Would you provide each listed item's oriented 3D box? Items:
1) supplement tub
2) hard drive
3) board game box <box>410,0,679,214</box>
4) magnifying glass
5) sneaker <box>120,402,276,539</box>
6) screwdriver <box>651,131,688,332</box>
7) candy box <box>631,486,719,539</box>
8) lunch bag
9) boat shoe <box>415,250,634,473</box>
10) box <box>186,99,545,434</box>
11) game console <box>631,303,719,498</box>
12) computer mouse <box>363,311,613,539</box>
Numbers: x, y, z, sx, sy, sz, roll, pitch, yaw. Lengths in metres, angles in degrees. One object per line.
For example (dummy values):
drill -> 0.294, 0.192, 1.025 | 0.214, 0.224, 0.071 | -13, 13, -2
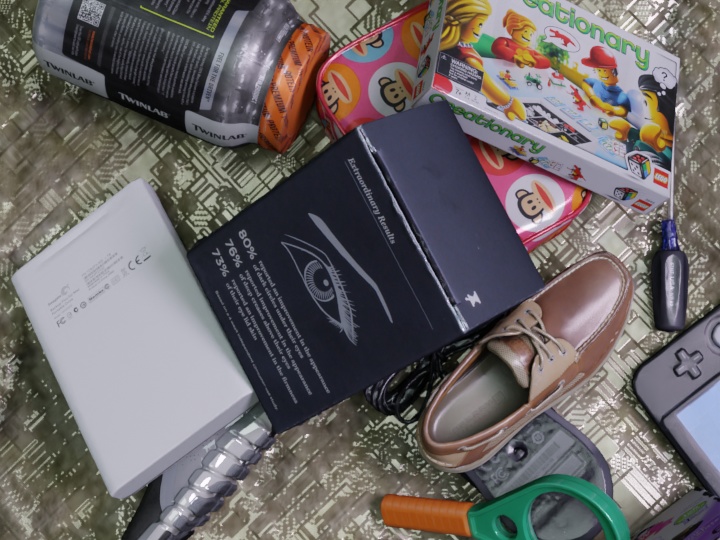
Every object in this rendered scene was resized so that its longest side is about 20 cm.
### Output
supplement tub -> -0.130, -0.169, 1.043 | 0.198, 0.123, 0.124 | 24, 88, 6
hard drive -> -0.169, 0.047, 1.039 | 0.131, 0.026, 0.201 | -36, 64, 9
board game box -> 0.136, -0.134, 1.002 | 0.198, 0.035, 0.127 | 22, 59, -19
magnifying glass -> 0.099, 0.179, 0.999 | 0.198, 0.022, 0.080 | -2, 109, 36
sneaker -> -0.132, 0.117, 1.056 | 0.115, 0.075, 0.200 | 42, 81, 12
screwdriver -> 0.230, -0.054, 1.057 | 0.029, 0.028, 0.202 | -6, 82, 33
candy box -> 0.200, 0.231, 0.950 | 0.167, 0.200, 0.072 | -38, 85, 1
lunch bag -> 0.077, -0.101, 1.039 | 0.175, 0.082, 0.201 | -29, 84, -7
boat shoe -> 0.118, 0.065, 0.989 | 0.076, 0.072, 0.200 | 42, 88, 16
box -> 0.000, 0.000, 0.953 | 0.199, 0.104, 0.149 | -30, 85, 40
game console -> 0.320, 0.104, 0.992 | 0.175, 0.116, 0.201 | -37, 84, 1
computer mouse -> 0.110, 0.118, 1.044 | 0.138, 0.053, 0.200 | -39, 73, 0
